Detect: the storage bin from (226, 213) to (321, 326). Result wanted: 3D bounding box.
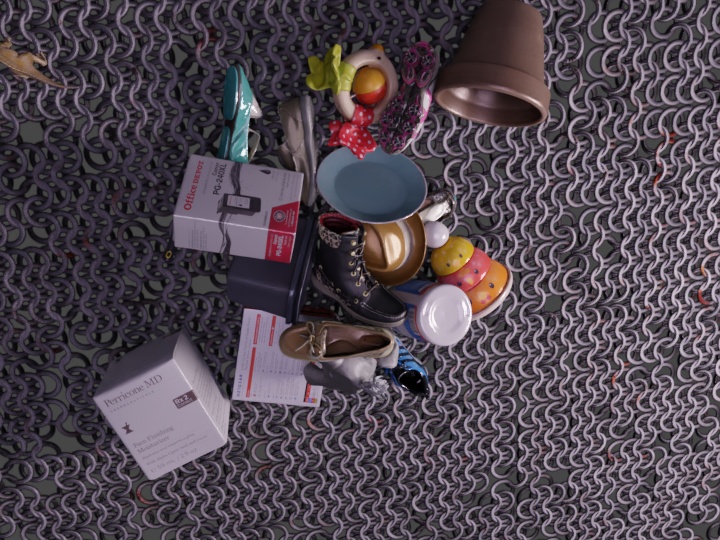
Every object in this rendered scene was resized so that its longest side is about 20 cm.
[{"bbox_3d":[-0.158,-0.010,1.193,0.134,0.200,0.146,13,145,-1],"label":"storage bin"}]

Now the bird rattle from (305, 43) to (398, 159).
[{"bbox_3d":[0.001,-0.309,1.160,0.163,0.113,0.200,-34,114,-14],"label":"bird rattle"}]

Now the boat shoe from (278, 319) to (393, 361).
[{"bbox_3d":[-0.042,0.118,1.122,0.200,0.063,0.073,-3,81,0],"label":"boat shoe"}]

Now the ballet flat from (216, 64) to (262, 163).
[{"bbox_3d":[-0.212,-0.261,1.168,0.070,0.067,0.200,0,110,-34],"label":"ballet flat"}]

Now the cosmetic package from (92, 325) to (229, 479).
[{"bbox_3d":[-0.368,0.246,1.250,0.165,0.165,0.200,-27,109,0],"label":"cosmetic package"}]

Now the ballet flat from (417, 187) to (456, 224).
[{"bbox_3d":[0.097,-0.093,1.257,0.200,0.072,0.072,-32,109,3],"label":"ballet flat"}]

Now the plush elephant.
[{"bbox_3d":[-0.005,0.142,1.232,0.200,0.155,0.165,17,144,26],"label":"plush elephant"}]

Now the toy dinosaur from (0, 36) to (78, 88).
[{"bbox_3d":[-0.553,-0.335,1.066,0.200,0.101,0.058,32,101,-16],"label":"toy dinosaur"}]

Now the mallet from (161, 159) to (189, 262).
[{"bbox_3d":[-0.316,-0.103,1.214,0.066,0.041,0.200,15,109,-10],"label":"mallet"}]

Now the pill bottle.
[{"bbox_3d":[0.114,0.074,1.236,0.112,0.200,0.112,-2,94,-21],"label":"pill bottle"}]

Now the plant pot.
[{"bbox_3d":[0.244,-0.363,1.141,0.200,0.200,0.175,15,87,-13],"label":"plant pot"}]

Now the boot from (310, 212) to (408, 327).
[{"bbox_3d":[-0.002,0.000,1.138,0.203,0.073,0.154,30,138,23],"label":"boot"}]

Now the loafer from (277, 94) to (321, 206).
[{"bbox_3d":[-0.112,-0.215,1.192,0.070,0.075,0.200,-2,106,6],"label":"loafer"}]

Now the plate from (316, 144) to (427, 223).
[{"bbox_3d":[0.019,-0.152,1.179,0.200,0.200,0.026,1,143,-8],"label":"plate"}]

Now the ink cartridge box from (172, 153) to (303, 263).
[{"bbox_3d":[-0.206,-0.105,1.113,0.200,0.145,0.083,9,143,-7],"label":"ink cartridge box"}]

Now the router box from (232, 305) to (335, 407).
[{"bbox_3d":[-0.156,0.168,1.316,0.179,0.049,0.200,8,107,-11],"label":"router box"}]

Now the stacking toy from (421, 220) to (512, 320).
[{"bbox_3d":[0.179,-0.013,1.248,0.146,0.146,0.200,-41,112,6],"label":"stacking toy"}]

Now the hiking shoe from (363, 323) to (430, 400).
[{"bbox_3d":[0.069,0.179,1.332,0.200,0.087,0.074,37,99,-17],"label":"hiking shoe"}]

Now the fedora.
[{"bbox_3d":[0.022,-0.055,1.211,0.200,0.082,0.201,9,111,23],"label":"fedora"}]

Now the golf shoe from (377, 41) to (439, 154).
[{"bbox_3d":[0.095,-0.299,1.174,0.073,0.092,0.200,25,100,18],"label":"golf shoe"}]
